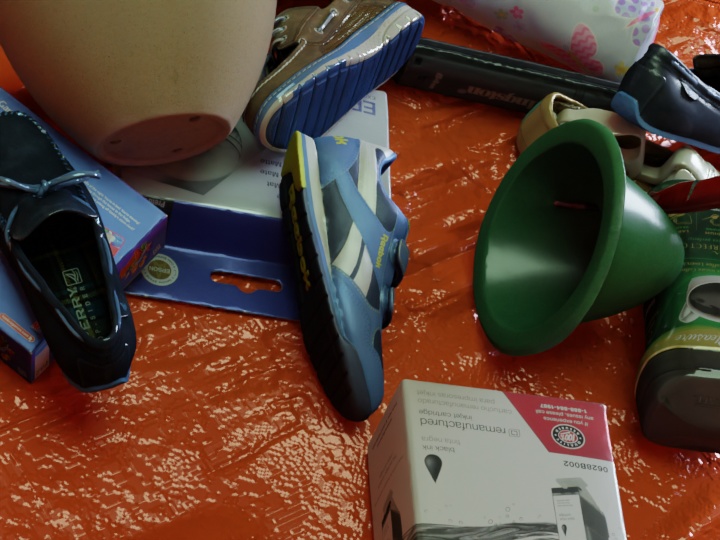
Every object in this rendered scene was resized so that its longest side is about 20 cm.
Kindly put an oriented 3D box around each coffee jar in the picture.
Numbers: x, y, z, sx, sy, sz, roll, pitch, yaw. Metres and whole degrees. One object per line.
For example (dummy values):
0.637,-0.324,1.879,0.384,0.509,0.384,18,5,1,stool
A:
0.244,0.035,1.539,0.103,0.086,0.201,8,49,-1,coffee jar

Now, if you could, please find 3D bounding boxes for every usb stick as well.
0.119,-0.140,1.661,0.199,0.055,0.033,12,72,-10,usb stick

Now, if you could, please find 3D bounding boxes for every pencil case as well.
0.136,-0.212,1.705,0.199,0.091,0.083,27,65,4,pencil case

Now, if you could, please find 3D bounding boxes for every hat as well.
0.202,-0.005,1.516,0.175,0.200,0.167,17,68,-27,hat

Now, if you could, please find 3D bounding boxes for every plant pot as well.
-0.142,-0.147,1.445,0.199,0.200,0.135,-5,72,-24,plant pot

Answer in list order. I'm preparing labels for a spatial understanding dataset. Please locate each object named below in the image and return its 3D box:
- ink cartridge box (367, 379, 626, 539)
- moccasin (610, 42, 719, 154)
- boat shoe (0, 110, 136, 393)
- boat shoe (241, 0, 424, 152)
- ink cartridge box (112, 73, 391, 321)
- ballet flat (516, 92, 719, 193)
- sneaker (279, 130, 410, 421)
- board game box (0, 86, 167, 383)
0.089,0.178,1.367,0.146,0.083,0.201,7,49,-16,ink cartridge box
0.269,-0.128,1.650,0.080,0.069,0.199,34,18,31,moccasin
-0.183,-0.024,1.365,0.084,0.069,0.201,-25,68,-20,boat shoe
-0.034,-0.145,1.551,0.072,0.073,0.200,32,36,15,boat shoe
-0.075,-0.060,1.531,0.198,0.041,0.201,9,50,-13,ink cartridge box
0.213,-0.074,1.634,0.199,0.063,0.069,22,48,-2,ballet flat
0.000,0.000,1.459,0.082,0.074,0.201,-3,74,-19,sneaker
-0.244,-0.040,1.431,0.200,0.045,0.135,37,63,12,board game box
